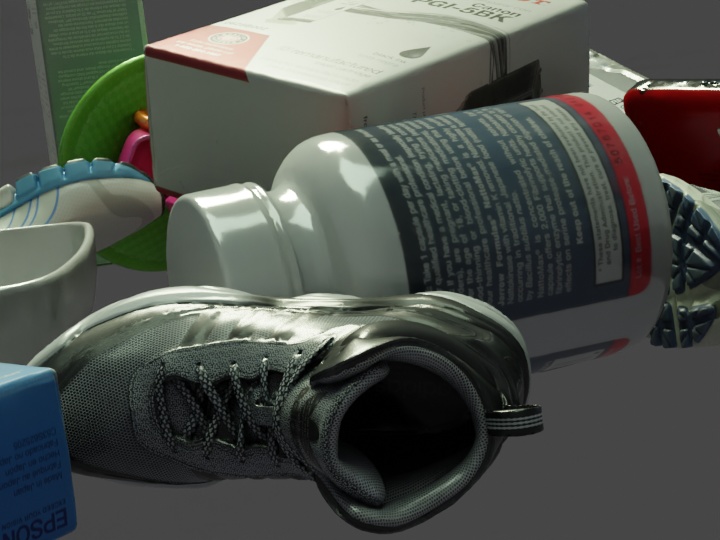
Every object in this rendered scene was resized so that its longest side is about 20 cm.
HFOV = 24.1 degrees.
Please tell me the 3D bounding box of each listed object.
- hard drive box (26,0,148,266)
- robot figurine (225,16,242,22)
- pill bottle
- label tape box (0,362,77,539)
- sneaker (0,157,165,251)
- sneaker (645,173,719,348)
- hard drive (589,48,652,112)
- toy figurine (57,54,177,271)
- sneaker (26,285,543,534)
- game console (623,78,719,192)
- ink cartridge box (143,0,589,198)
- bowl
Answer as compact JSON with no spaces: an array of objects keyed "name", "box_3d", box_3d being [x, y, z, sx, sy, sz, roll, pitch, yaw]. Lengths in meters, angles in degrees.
[{"name":"hard drive box","box_3d":[-0.195,-0.114,1.246,0.076,0.203,0.156,-8,11,-12]},{"name":"robot figurine","box_3d":[-0.070,-0.113,1.241,0.114,0.177,0.201,11,37,13]},{"name":"pill bottle","box_3d":[0.023,-0.005,0.731,0.198,0.121,0.119,-11,11,-22]},{"name":"label tape box","box_3d":[-0.222,0.076,0.606,0.198,0.067,0.143,0,13,38]},{"name":"sneaker","box_3d":[-0.201,0.001,0.959,0.198,0.087,0.075,-18,-26,-13]},{"name":"sneaker","box_3d":[0.187,0.005,0.754,0.084,0.078,0.200,0,14,-24]},{"name":"hard drive","box_3d":[0.108,-0.087,1.002,0.138,0.038,0.200,-18,30,-21]},{"name":"toy figurine","box_3d":[-0.070,-0.036,1.059,0.198,0.152,0.184,16,11,-33]},{"name":"sneaker","box_3d":[-0.032,0.048,0.599,0.197,0.077,0.114,-5,8,-2]},{"name":"game console","box_3d":[0.261,-0.051,0.859,0.118,0.173,0.199,-40,23,-21]},{"name":"ink cartridge box","box_3d":[0.008,-0.092,0.884,0.146,0.084,0.199,18,31,37]},{"name":"bowl","box_3d":[-0.225,0.033,0.816,0.197,0.076,0.200,-7,9,-1]}]
